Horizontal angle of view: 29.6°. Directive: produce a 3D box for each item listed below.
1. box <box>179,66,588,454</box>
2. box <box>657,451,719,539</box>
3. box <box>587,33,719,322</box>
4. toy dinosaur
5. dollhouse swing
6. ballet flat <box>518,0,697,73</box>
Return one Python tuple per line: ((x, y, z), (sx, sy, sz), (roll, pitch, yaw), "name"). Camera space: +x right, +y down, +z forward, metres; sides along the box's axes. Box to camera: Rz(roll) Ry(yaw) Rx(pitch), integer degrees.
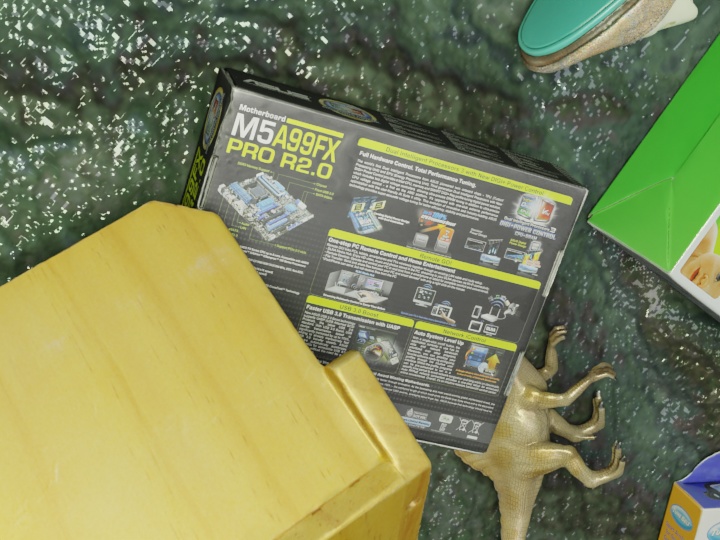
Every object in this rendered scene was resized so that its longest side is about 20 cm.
((0.000, 0.000, 0.714), (0.198, 0.044, 0.162), (13, 107, -19), "box")
((0.254, 0.218, 0.938), (0.118, 0.042, 0.202), (0, 115, -23), "box")
((0.264, -0.054, 0.788), (0.176, 0.097, 0.201), (33, 96, -29), "box")
((0.104, 0.105, 0.825), (0.100, 0.058, 0.202), (-8, 108, -3), "toy dinosaur")
((-0.099, 0.105, 0.656), (0.199, 0.176, 0.182), (-33, 154, -22), "dollhouse swing")
((0.165, -0.171, 0.712), (0.067, 0.068, 0.200), (35, 98, -38), "ballet flat")
